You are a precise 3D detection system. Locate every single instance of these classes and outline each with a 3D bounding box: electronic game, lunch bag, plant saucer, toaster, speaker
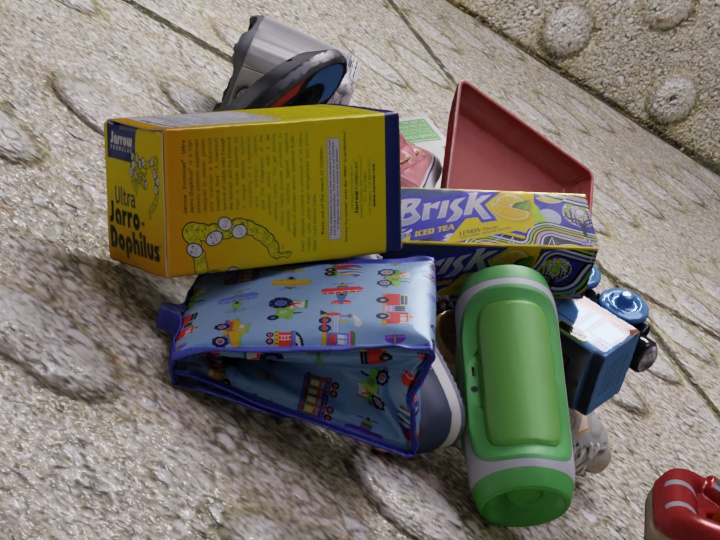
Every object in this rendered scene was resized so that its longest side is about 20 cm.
[{"bbox_3d":[-0.087,-0.111,1.567,0.042,0.200,0.200,47,16,5],"label":"electronic game"},{"bbox_3d":[-0.049,0.046,1.357,0.199,0.095,0.151,9,25,-2],"label":"lunch bag"},{"bbox_3d":[0.144,-0.054,1.813,0.199,0.037,0.201,31,51,-32],"label":"plant saucer"},{"bbox_3d":[-0.075,-0.188,1.937,0.129,0.114,0.200,22,17,-4],"label":"toaster"},{"bbox_3d":[0.122,0.099,1.496,0.088,0.088,0.201,25,48,-36],"label":"speaker"}]

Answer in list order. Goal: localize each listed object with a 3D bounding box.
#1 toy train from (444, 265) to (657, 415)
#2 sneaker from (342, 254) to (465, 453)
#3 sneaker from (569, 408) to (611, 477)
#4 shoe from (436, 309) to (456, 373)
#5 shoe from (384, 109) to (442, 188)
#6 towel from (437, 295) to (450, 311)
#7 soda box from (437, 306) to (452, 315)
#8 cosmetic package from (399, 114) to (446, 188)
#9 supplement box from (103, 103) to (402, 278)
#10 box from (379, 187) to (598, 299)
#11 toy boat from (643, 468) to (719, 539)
[{"bbox_3d":[0.161,0.037,1.628,0.200,0.087,0.114,34,38,25],"label":"toy train"},{"bbox_3d":[0.005,0.056,1.477,0.082,0.070,0.200,-10,57,-42],"label":"sneaker"},{"bbox_3d":[0.184,0.148,1.658,0.092,0.076,0.200,42,17,2],"label":"sneaker"},{"bbox_3d":[0.126,0.064,1.720,0.199,0.053,0.070,2,62,-41],"label":"shoe"},{"bbox_3d":[0.027,-0.111,1.772,0.091,0.071,0.200,62,10,-13],"label":"shoe"},{"bbox_3d":[0.002,-0.048,1.705,0.200,0.023,0.144,53,-8,-14],"label":"towel"},{"bbox_3d":[0.140,0.048,1.860,0.071,0.063,0.200,43,17,17],"label":"soda box"},{"bbox_3d":[0.059,-0.071,1.920,0.107,0.085,0.200,-10,36,-23],"label":"cosmetic package"},{"bbox_3d":[-0.080,-0.064,1.415,0.199,0.110,0.109,-7,11,-29],"label":"supplement box"},{"bbox_3d":[0.093,-0.024,1.572,0.199,0.064,0.070,1,46,-8],"label":"box"},{"bbox_3d":[0.311,0.205,1.521,0.130,0.131,0.200,36,15,-1],"label":"toy boat"}]
